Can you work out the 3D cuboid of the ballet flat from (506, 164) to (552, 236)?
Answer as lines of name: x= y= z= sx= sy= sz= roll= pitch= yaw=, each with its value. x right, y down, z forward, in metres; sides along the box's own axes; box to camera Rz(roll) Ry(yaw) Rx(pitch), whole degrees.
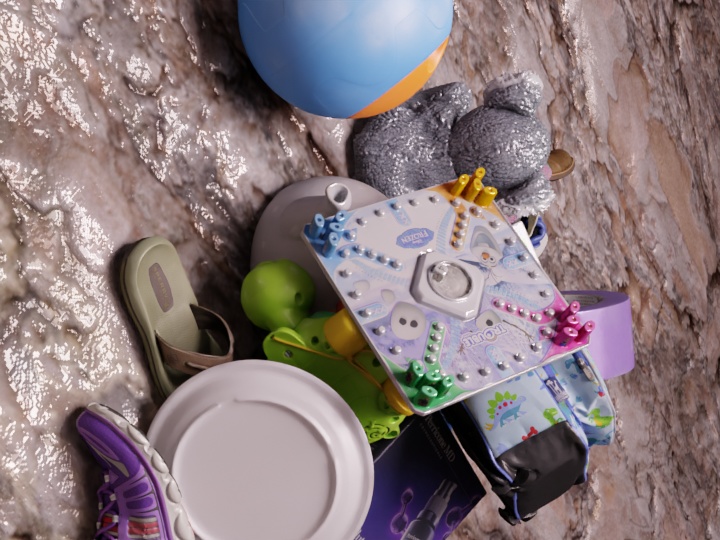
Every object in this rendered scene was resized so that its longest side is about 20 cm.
ballet flat: x=0.162 y=-0.043 z=1.451 sx=0.071 sy=0.069 sz=0.200 roll=22 pitch=107 yaw=-22

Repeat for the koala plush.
koala plush: x=0.115 y=-0.124 z=1.348 sx=0.184 sy=0.200 sz=0.178 roll=-4 pitch=92 yaw=-55

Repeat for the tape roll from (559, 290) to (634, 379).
tape roll: x=0.224 y=0.079 z=1.500 sx=0.200 sy=0.200 sz=0.085 roll=-14 pitch=101 yaw=-55

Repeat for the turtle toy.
turtle toy: x=-0.032 y=0.076 z=1.120 sx=0.200 sy=0.146 sz=0.101 roll=47 pitch=27 yaw=-13

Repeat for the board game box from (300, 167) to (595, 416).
board game box: x=0.079 y=0.009 z=1.089 sx=0.200 sy=0.026 sz=0.200 roll=-18 pitch=63 yaw=-32

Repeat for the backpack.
backpack: x=0.145 y=0.109 z=1.181 sx=0.200 sy=0.147 sz=0.183 roll=58 pitch=-3 yaw=25

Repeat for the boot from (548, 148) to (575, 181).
boot: x=0.214 y=-0.143 z=1.614 sx=0.200 sy=0.074 sz=0.076 roll=-22 pitch=97 yaw=-51

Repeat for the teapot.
teapot: x=0.000 y=0.000 z=1.226 sx=0.200 sy=0.146 sz=0.198 roll=-22 pitch=107 yaw=-54

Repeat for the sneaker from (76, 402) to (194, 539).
sneaker: x=-0.186 y=0.203 z=1.015 sx=0.083 sy=0.081 sz=0.200 roll=-25 pitch=101 yaw=-24

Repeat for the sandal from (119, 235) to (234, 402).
sandal: x=-0.146 y=0.062 z=1.087 sx=0.080 sy=0.057 sz=0.201 roll=-54 pitch=133 yaw=-41

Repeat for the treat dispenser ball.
treat dispenser ball: x=-0.014 y=-0.242 z=1.165 sx=0.201 sy=0.201 sz=0.201 roll=3 pitch=87 yaw=-55

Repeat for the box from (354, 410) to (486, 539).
box: x=0.001 y=0.219 z=1.201 sx=0.200 sy=0.104 sz=0.148 roll=-45 pitch=126 yaw=-19

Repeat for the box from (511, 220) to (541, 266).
box: x=0.146 y=0.064 z=1.341 sx=0.112 sy=0.101 sz=0.200 roll=-22 pitch=89 yaw=-21

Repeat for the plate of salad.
plate of salad: x=-0.088 y=0.172 z=1.077 sx=0.048 sy=0.200 sz=0.200 roll=-66 pitch=149 yaw=-79

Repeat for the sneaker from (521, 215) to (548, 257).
sneaker: x=0.200 y=-0.038 z=1.568 sx=0.200 sy=0.088 sz=0.075 roll=0 pitch=87 yaw=-57

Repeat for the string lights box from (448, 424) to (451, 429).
string lights box: x=0.049 y=0.183 z=1.366 sx=0.103 sy=0.059 sz=0.200 roll=32 pitch=63 yaw=-50
